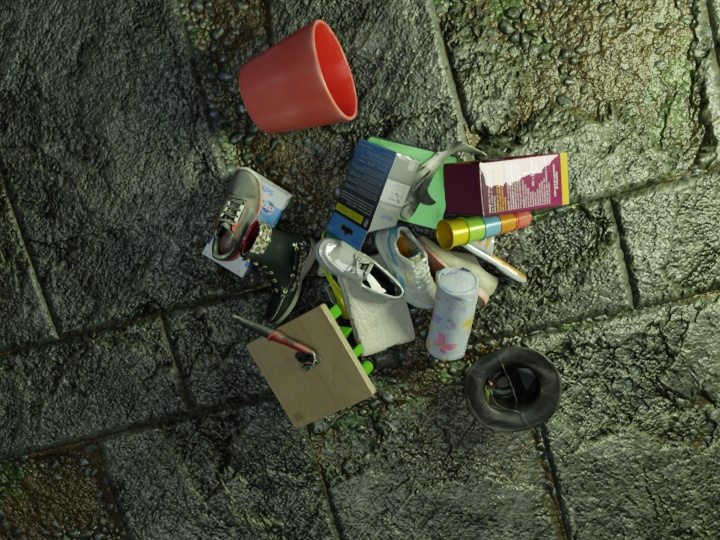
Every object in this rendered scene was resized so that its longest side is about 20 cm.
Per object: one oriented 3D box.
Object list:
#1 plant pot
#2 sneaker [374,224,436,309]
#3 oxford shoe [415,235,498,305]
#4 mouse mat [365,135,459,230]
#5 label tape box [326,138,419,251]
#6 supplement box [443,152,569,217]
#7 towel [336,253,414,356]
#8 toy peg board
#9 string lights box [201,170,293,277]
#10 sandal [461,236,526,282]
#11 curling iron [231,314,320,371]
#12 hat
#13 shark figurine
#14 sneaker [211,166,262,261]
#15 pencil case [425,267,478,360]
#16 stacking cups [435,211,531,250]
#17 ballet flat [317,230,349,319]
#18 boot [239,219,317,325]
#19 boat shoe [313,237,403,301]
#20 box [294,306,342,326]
[{"bbox_3d":[-0.125,-0.360,1.319,0.177,0.200,0.201,-14,98,18],"label":"plant pot"},{"bbox_3d":[0.105,-0.003,1.391,0.077,0.081,0.200,-40,105,-24],"label":"sneaker"},{"bbox_3d":[0.196,-0.013,1.413,0.200,0.071,0.074,40,74,0],"label":"oxford shoe"},{"bbox_3d":[0.091,-0.181,1.414,0.200,0.008,0.161,15,101,4],"label":"mouse mat"},{"bbox_3d":[0.022,-0.146,1.350,0.063,0.144,0.200,13,104,-34],"label":"label tape box"},{"bbox_3d":[0.276,-0.165,1.297,0.200,0.131,0.103,-10,101,-24],"label":"supplement box"},{"bbox_3d":[0.031,0.068,1.416,0.132,0.034,0.200,-16,94,-23],"label":"towel"},{"bbox_3d":[-0.085,0.180,1.365,0.199,0.098,0.200,-29,93,27],"label":"toy peg board"},{"bbox_3d":[-0.238,-0.098,1.434,0.103,0.059,0.200,32,101,0],"label":"string lights box"},{"bbox_3d":[0.263,-0.050,1.389,0.207,0.079,0.059,31,100,-9],"label":"sandal"},{"bbox_3d":[-0.167,0.136,1.315,0.200,0.026,0.050,28,111,13],"label":"curling iron"},{"bbox_3d":[0.320,0.241,1.430,0.200,0.081,0.201,2,99,14],"label":"hat"},{"bbox_3d":[0.145,-0.179,1.381,0.214,0.128,0.090,-47,118,-6],"label":"shark figurine"},{"bbox_3d":[-0.250,-0.107,1.361,0.077,0.082,0.200,15,101,3],"label":"sneaker"},{"bbox_3d":[0.182,0.090,1.376,0.091,0.083,0.200,21,132,23],"label":"pencil case"},{"bbox_3d":[0.243,-0.086,1.331,0.200,0.060,0.061,-12,100,-28],"label":"stacking cups"},{"bbox_3d":[-0.053,0.016,1.438,0.067,0.067,0.200,-18,100,38],"label":"ballet flat"},{"bbox_3d":[-0.190,0.003,1.403,0.154,0.073,0.204,22,97,-38],"label":"boot"},{"bbox_3d":[0.000,0.000,1.351,0.200,0.066,0.072,38,73,-17],"label":"boat shoe"},{"bbox_3d":[-0.074,0.189,1.449,0.100,0.095,0.200,-17,97,10],"label":"box"}]
